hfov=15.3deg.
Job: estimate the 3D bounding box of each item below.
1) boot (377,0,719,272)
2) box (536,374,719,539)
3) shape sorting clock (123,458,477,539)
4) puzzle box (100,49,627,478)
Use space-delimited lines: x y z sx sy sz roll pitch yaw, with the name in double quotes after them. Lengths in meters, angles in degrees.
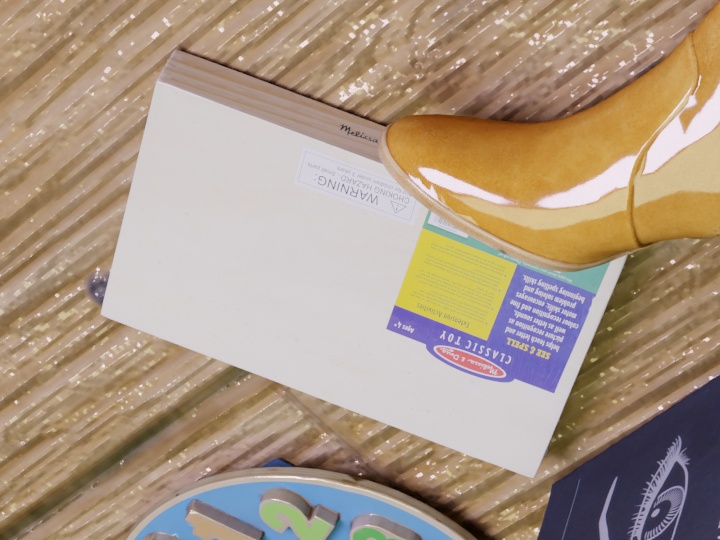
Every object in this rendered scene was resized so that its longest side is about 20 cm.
0.118 -0.063 0.980 0.200 0.071 0.145 19 125 -1 "boot"
0.160 0.120 1.053 0.104 0.148 0.200 40 130 -15 "box"
-0.019 0.166 1.222 0.199 0.039 0.201 10 130 12 "shape sorting clock"
0.000 0.000 1.091 0.199 0.025 0.133 21 131 2 "puzzle box"
